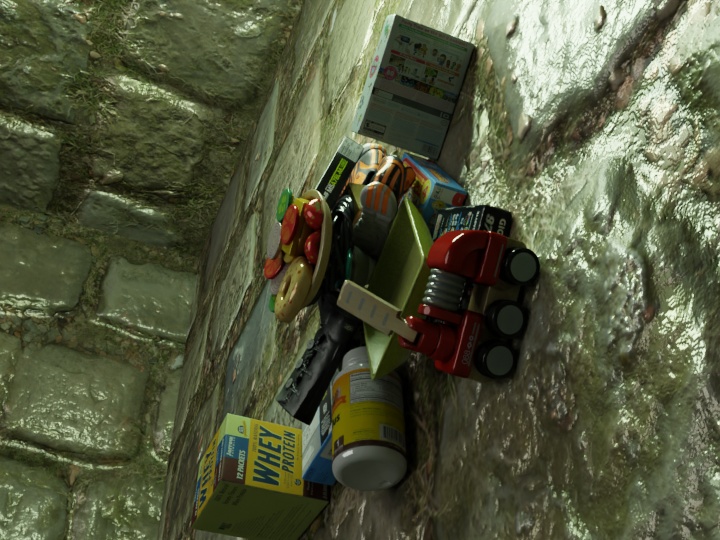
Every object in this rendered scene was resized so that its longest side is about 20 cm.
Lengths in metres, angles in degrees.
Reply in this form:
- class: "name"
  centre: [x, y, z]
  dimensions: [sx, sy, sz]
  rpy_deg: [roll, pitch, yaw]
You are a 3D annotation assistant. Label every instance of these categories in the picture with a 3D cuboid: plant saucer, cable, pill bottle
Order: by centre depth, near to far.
- class: "plant saucer"
  centre: [0.061, 0.026, 1.235]
  dimensions: [0.200, 0.048, 0.201]
  rpy_deg: [-100, 28, -60]
- class: "pill bottle"
  centre: [0.011, 0.215, 1.295]
  dimensions: [0.201, 0.108, 0.109]
  rpy_deg: [-91, 24, -43]
- class: "cable"
  centre: [-0.041, -0.037, 1.359]
  dimensions: [0.200, 0.050, 0.164]
  rpy_deg: [123, 168, -56]

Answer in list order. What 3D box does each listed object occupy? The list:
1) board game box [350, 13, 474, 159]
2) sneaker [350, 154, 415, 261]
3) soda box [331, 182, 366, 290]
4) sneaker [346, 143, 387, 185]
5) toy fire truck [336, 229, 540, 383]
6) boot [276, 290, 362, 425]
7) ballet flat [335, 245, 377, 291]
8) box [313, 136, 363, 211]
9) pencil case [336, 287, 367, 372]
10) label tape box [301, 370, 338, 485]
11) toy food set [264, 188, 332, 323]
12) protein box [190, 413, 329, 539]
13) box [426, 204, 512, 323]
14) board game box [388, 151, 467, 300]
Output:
- class: "board game box"
  centre: [0.086, -0.304, 1.454]
  dimensions: [0.064, 0.146, 0.201]
  rpy_deg: [-134, 62, -73]
- class: "sneaker"
  centre: [0.043, -0.099, 1.365]
  dimensions: [0.112, 0.077, 0.200]
  rpy_deg: [-60, -7, -33]
- class: "soda box"
  centre: [-0.027, -0.052, 1.498]
  dimensions: [0.201, 0.064, 0.068]
  rpy_deg: [-58, 39, 37]
- class: "sneaker"
  centre: [-0.013, -0.151, 1.716]
  dimensions: [0.200, 0.077, 0.113]
  rpy_deg: [126, 155, -48]
- class: "toy fire truck"
  centre: [0.089, 0.028, 1.063]
  dimensions: [0.129, 0.199, 0.177]
  rpy_deg: [-171, 97, -72]
- class: "boot"
  centre: [-0.073, 0.133, 1.425]
  dimensions: [0.201, 0.065, 0.165]
  rpy_deg: [-65, 18, 5]
- class: "ballet flat"
  centre: [0.000, 0.000, 1.389]
  dimensions: [0.200, 0.063, 0.068]
  rpy_deg: [139, 134, -79]
- class: "box"
  centre: [-0.075, -0.104, 1.497]
  dimensions: [0.193, 0.047, 0.201]
  rpy_deg: [-53, 8, 42]
- class: "pencil case"
  centre: [-0.002, 0.114, 1.480]
  dimensions: [0.078, 0.089, 0.201]
  rpy_deg: [-34, 35, 20]
- class: "label tape box"
  centre: [-0.053, 0.252, 1.537]
  dimensions: [0.201, 0.066, 0.144]
  rpy_deg: [-97, 29, -48]
- class: "toy food set"
  centre: [-0.099, -0.026, 1.319]
  dimensions: [0.198, 0.048, 0.202]
  rpy_deg: [-148, 71, -66]
- class: "protein box"
  centre: [-0.183, 0.387, 1.594]
  dimensions: [0.199, 0.199, 0.136]
  rpy_deg: [123, 156, -43]
- class: "box"
  centre: [0.132, 0.012, 1.202]
  dimensions: [0.159, 0.046, 0.202]
  rpy_deg: [-177, 102, -72]
- class: "board game box"
  centre: [0.084, -0.070, 1.407]
  dimensions: [0.200, 0.055, 0.197]
  rpy_deg: [-120, 48, -67]
